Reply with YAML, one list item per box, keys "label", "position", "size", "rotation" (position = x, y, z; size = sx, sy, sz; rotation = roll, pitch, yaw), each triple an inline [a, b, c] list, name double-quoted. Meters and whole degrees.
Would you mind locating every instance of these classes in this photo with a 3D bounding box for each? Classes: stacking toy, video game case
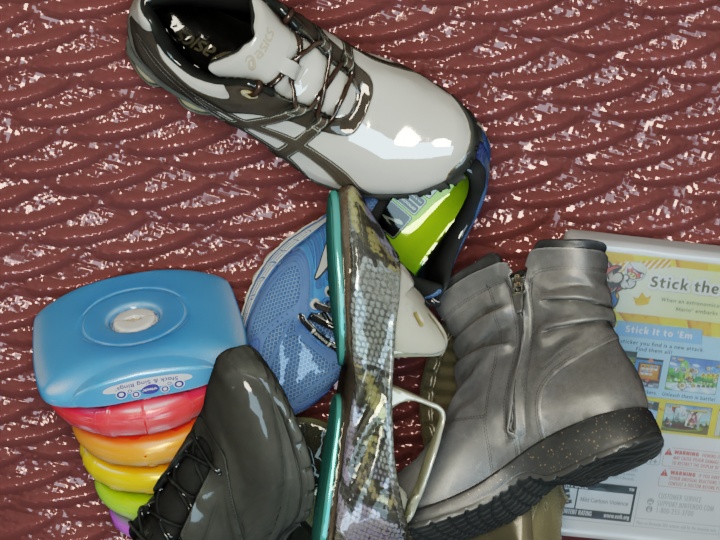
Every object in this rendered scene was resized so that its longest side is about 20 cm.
- label: "stacking toy"
  position: [-0.111, 0.111, 1.414]
  size: [0.116, 0.110, 0.201]
  rotation: [-10, 120, -5]
- label: "video game case"
  position: [0.201, 0.075, 1.465]
  size: [0.199, 0.023, 0.183]
  rotation: [6, 108, -7]

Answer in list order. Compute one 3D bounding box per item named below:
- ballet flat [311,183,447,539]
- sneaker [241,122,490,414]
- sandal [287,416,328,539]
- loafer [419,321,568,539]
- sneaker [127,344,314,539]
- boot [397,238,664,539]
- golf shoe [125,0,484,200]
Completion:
- label: "ballet flat"
  position: [0.011, 0.056, 1.322]
  size: [0.072, 0.072, 0.201]
  rotation: [2, 93, -6]
- label: "sneaker"
  position: [0.000, 0.000, 1.383]
  size: [0.078, 0.089, 0.200]
  rotation: [33, 102, -14]
- label: "sandal"
  position: [0.007, 0.153, 1.457]
  size: [0.080, 0.057, 0.201]
  rotation: [-41, 123, 7]
- label: "loafer"
  position: [0.078, 0.110, 1.432]
  size: [0.076, 0.067, 0.201]
  rotation: [2, 88, 25]
- label: "sneaker"
  position: [-0.078, 0.128, 1.340]
  size: [0.091, 0.076, 0.200]
  rotation: [-10, 127, -21]
- label: "boot"
  position: [0.061, 0.070, 1.378]
  size: [0.200, 0.070, 0.132]
  rotation: [-23, 71, 15]
- label: "golf shoe"
  position: [-0.033, -0.094, 1.316]
  size: [0.199, 0.094, 0.078]
  rotation: [20, 83, 5]
